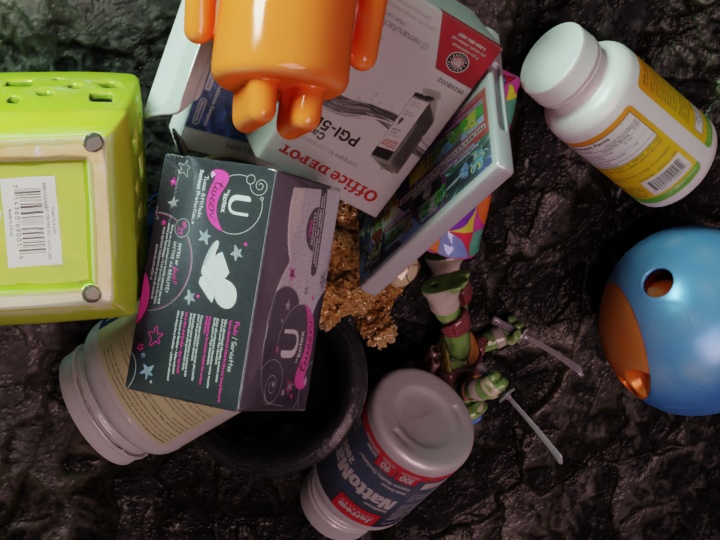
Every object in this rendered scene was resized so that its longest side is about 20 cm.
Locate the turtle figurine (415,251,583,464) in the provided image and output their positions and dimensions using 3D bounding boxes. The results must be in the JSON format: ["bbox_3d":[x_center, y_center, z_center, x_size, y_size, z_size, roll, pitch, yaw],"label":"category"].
[{"bbox_3d":[0.141,0.072,1.623,0.144,0.199,0.195,-42,125,-36],"label":"turtle figurine"}]

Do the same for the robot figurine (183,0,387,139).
[{"bbox_3d":[-0.062,-0.211,1.269,0.143,0.117,0.201,3,83,19],"label":"robot figurine"}]

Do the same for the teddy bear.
[{"bbox_3d":[0.000,0.000,1.511,0.067,0.146,0.200,-24,155,26],"label":"teddy bear"}]

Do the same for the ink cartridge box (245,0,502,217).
[{"bbox_3d":[0.006,-0.167,1.402,0.146,0.083,0.200,25,112,-31],"label":"ink cartridge box"}]

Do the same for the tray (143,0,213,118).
[{"bbox_3d":[-0.134,-0.225,1.348,0.022,0.107,0.201,20,85,-24],"label":"tray"}]

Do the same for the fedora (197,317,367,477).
[{"bbox_3d":[-0.072,0.120,1.577,0.201,0.201,0.092,-47,155,8],"label":"fedora"}]

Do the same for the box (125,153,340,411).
[{"bbox_3d":[-0.103,0.013,1.329,0.132,0.114,0.201,10,90,-65],"label":"box"}]

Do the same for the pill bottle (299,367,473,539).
[{"bbox_3d":[0.020,0.200,1.621,0.119,0.120,0.200,13,141,-25],"label":"pill bottle"}]

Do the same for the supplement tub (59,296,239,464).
[{"bbox_3d":[-0.173,0.086,1.496,0.199,0.145,0.145,-30,123,14],"label":"supplement tub"}]

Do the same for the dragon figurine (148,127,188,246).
[{"bbox_3d":[-0.210,-0.037,1.460,0.099,0.059,0.200,-16,148,-31],"label":"dragon figurine"}]

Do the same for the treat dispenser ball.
[{"bbox_3d":[0.352,0.053,1.651,0.200,0.201,0.202,-8,119,-16],"label":"treat dispenser ball"}]

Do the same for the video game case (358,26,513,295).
[{"bbox_3d":[0.064,-0.100,1.432,0.023,0.183,0.200,26,132,-27],"label":"video game case"}]

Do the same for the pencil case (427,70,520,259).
[{"bbox_3d":[0.097,-0.112,1.544,0.088,0.088,0.201,1,115,-20],"label":"pencil case"}]

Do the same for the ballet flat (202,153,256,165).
[{"bbox_3d":[-0.110,-0.072,1.470,0.070,0.069,0.200,-54,145,12],"label":"ballet flat"}]

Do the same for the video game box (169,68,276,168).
[{"bbox_3d":[-0.059,-0.187,1.447,0.181,0.047,0.201,10,119,-26],"label":"video game box"}]

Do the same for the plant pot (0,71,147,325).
[{"bbox_3d":[-0.275,-0.056,1.303,0.198,0.182,0.201,-2,104,-9],"label":"plant pot"}]

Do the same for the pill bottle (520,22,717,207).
[{"bbox_3d":[0.255,-0.158,1.559,0.200,0.111,0.111,34,101,-30],"label":"pill bottle"}]
